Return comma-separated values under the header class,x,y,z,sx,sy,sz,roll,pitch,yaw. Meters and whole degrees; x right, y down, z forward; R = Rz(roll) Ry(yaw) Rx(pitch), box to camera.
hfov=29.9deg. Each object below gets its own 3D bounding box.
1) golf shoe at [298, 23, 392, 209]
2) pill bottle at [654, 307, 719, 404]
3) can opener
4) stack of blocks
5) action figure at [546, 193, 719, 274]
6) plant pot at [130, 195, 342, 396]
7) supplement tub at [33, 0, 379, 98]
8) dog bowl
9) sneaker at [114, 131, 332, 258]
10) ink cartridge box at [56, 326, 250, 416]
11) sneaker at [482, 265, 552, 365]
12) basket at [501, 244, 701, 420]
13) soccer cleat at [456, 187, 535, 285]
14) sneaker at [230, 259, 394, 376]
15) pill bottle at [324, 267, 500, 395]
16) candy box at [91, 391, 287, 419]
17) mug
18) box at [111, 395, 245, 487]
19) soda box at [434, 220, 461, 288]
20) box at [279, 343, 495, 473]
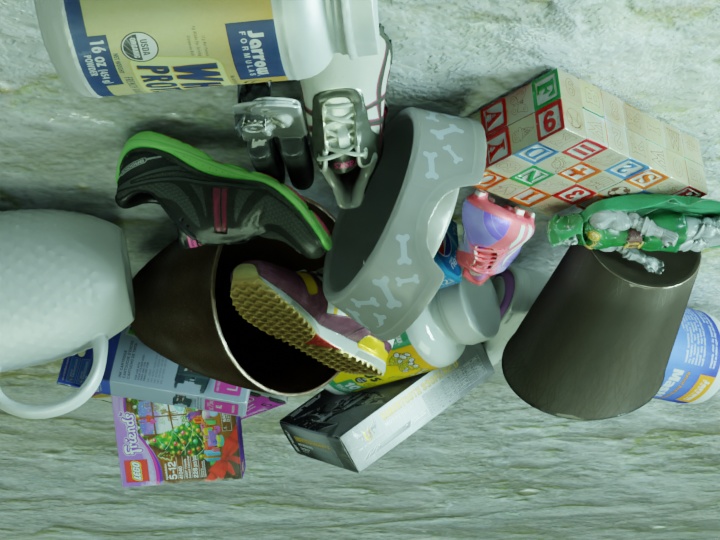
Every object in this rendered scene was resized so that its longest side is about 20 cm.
class,x,y,z,sx,sy,sz,roll,pitch,yaw
golf shoe,-0.009,-0.127,1.054,0.077,0.088,0.200,-4,154,6
pill bottle,0.353,0.094,1.553,0.200,0.112,0.112,13,151,-29
can opener,-0.069,-0.121,1.113,0.053,0.067,0.200,-3,169,2
stack of blocks,0.195,-0.097,1.177,0.200,0.059,0.115,17,149,-39
action figure,0.263,-0.034,1.194,0.200,0.055,0.118,1,158,-2
plant pot,-0.131,0.028,1.302,0.187,0.187,0.200,20,163,-41
supplement tub,-0.091,-0.187,0.841,0.200,0.145,0.144,-5,156,4
dog bowl,0.031,-0.045,1.120,0.059,0.200,0.200,23,148,-16
sneaker,-0.117,-0.048,1.140,0.200,0.084,0.077,21,172,12
ink cartridge box,-0.207,0.078,1.407,0.200,0.119,0.042,8,148,1
sneaker,0.176,0.060,1.498,0.100,0.075,0.200,1,156,-14
basket,0.248,0.035,1.320,0.180,0.136,0.200,-7,143,-18
soccer cleat,0.117,-0.025,1.232,0.067,0.077,0.200,25,-179,7
sneaker,-0.039,0.021,1.206,0.075,0.090,0.200,0,154,38
pill bottle,0.043,0.058,1.433,0.200,0.113,0.113,-18,152,31
candy box,-0.204,0.131,1.624,0.136,0.061,0.200,-23,148,38
mug,-0.299,0.039,1.247,0.175,0.200,0.148,-8,161,-6
box,-0.205,0.137,1.491,0.137,0.200,0.039,-5,-168,2
soda box,0.000,0.000,1.353,0.200,0.068,0.064,-19,151,32
box,0.027,0.141,1.498,0.200,0.048,0.158,-34,-165,-22
